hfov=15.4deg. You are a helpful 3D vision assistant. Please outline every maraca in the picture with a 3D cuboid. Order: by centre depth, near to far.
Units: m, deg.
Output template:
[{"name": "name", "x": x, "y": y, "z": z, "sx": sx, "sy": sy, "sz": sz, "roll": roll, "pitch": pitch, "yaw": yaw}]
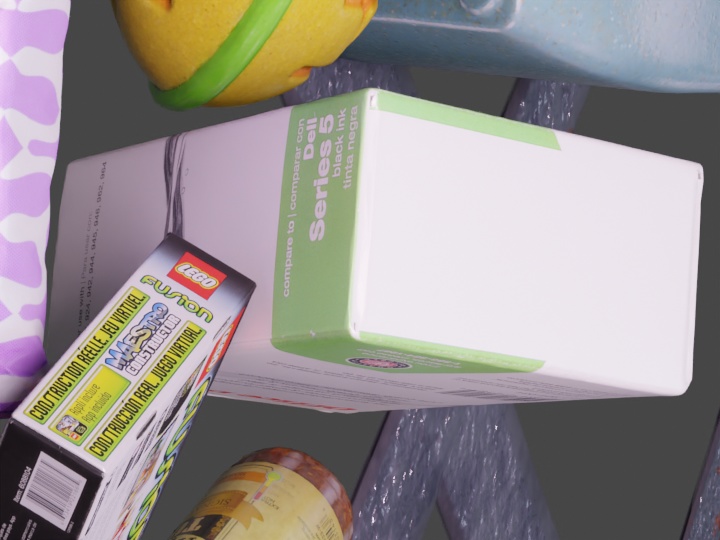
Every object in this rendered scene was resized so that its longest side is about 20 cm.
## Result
[{"name": "maraca", "x": -0.030, "y": -0.150, "z": 0.984, "sx": 0.107, "sy": 0.137, "sz": 0.201, "roll": 27, "pitch": 75, "yaw": -24}]

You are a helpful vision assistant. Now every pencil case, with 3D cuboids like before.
[{"name": "pencil case", "x": -0.123, "y": -0.046, "z": 0.835, "sx": 0.085, "sy": 0.084, "sz": 0.201, "roll": 3, "pitch": 94, "yaw": -37}]

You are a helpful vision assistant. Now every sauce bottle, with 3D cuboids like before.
[{"name": "sauce bottle", "x": -0.067, "y": 0.143, "z": 1.043, "sx": 0.200, "sy": 0.066, "sz": 0.066, "roll": -49, "pitch": 139, "yaw": -55}]

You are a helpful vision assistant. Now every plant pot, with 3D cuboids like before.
[{"name": "plant pot", "x": 0.066, "y": -0.170, "z": 1.137, "sx": 0.200, "sy": 0.195, "sz": 0.197, "roll": -18, "pitch": 112, "yaw": -55}]

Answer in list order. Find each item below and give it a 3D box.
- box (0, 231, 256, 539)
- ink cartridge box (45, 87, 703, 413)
[{"name": "box", "x": -0.101, "y": 0.093, "z": 0.870, "sx": 0.110, "sy": 0.035, "sz": 0.201, "roll": -54, "pitch": 172, "yaw": -52}, {"name": "ink cartridge box", "x": 0.000, "y": 0.000, "z": 0.939, "sx": 0.145, "sy": 0.200, "sz": 0.085, "roll": 10, "pitch": 80, "yaw": -35}]
